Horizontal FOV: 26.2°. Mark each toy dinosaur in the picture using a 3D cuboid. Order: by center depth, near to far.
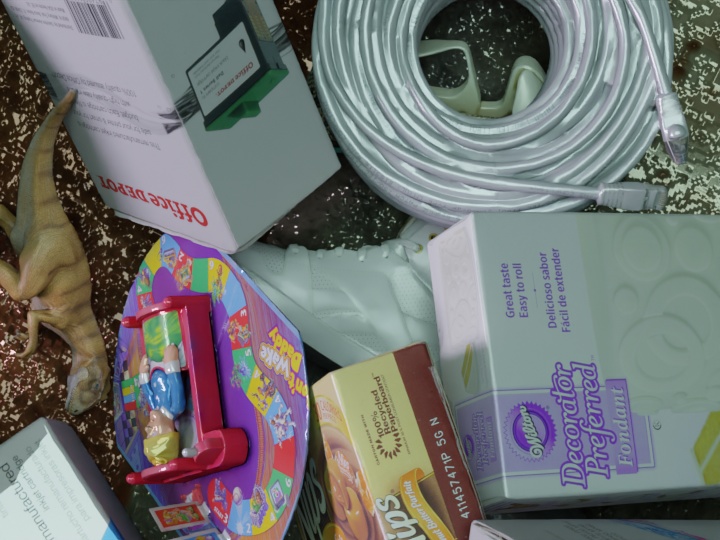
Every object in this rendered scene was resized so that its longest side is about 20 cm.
[{"bbox_3d":[-0.185,-0.017,0.891,0.105,0.061,0.202,-1,117,14],"label":"toy dinosaur"}]

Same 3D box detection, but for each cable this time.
[{"bbox_3d":[0.072,-0.121,0.845,0.197,0.069,0.203,-4,85,-1],"label":"cable"}]

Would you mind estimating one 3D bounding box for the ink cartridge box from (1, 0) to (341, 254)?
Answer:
[{"bbox_3d":[-0.111,-0.123,0.810,0.084,0.145,0.201,-39,124,-25],"label":"ink cartridge box"}]

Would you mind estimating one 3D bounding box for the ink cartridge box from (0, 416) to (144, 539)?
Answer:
[{"bbox_3d":[-0.213,0.199,0.861,0.199,0.084,0.147,-35,84,-5],"label":"ink cartridge box"}]

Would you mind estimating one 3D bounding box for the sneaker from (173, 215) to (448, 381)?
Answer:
[{"bbox_3d":[0.000,0.000,0.899,0.199,0.074,0.116,30,81,-5],"label":"sneaker"}]

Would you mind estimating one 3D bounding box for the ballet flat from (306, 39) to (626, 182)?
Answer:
[{"bbox_3d":[0.063,-0.095,0.905,0.197,0.068,0.076,10,106,4],"label":"ballet flat"}]

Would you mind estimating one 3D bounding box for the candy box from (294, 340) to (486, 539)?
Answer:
[{"bbox_3d":[0.005,0.114,0.811,0.055,0.200,0.117,-16,82,-15],"label":"candy box"}]

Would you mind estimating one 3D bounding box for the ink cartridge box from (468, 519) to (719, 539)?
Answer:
[{"bbox_3d":[0.144,0.194,0.714,0.198,0.085,0.150,5,96,-24],"label":"ink cartridge box"}]

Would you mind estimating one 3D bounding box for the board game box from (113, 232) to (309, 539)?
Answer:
[{"bbox_3d":[-0.099,0.069,0.828,0.200,0.039,0.159,44,123,43],"label":"board game box"}]

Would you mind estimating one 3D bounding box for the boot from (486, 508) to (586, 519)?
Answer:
[{"bbox_3d":[0.114,0.160,0.823,0.200,0.132,0.070,45,86,-7],"label":"boot"}]

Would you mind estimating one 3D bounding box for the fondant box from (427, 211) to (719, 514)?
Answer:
[{"bbox_3d":[0.141,0.047,0.816,0.198,0.058,0.146,-1,75,-23],"label":"fondant box"}]
